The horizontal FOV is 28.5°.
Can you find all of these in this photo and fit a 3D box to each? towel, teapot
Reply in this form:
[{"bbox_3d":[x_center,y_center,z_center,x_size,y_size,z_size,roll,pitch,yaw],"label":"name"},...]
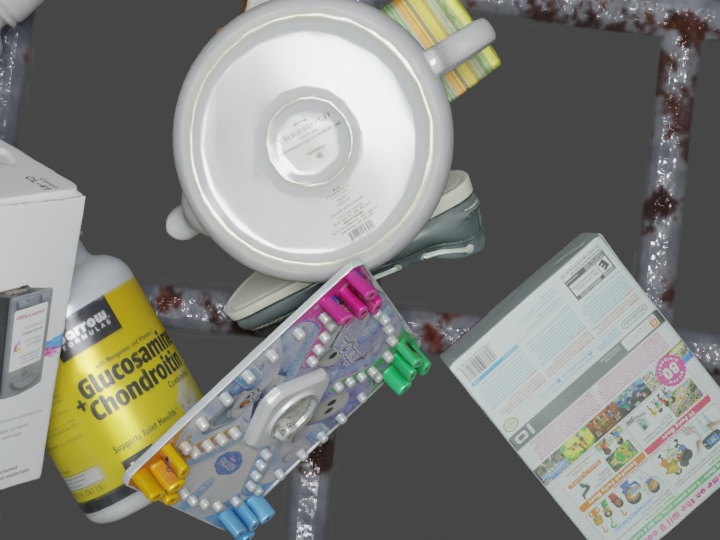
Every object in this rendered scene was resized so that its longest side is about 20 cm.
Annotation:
[{"bbox_3d":[0.001,-0.127,1.033,0.199,0.018,0.086,-36,90,-2],"label":"towel"},{"bbox_3d":[-0.026,-0.091,0.949,0.197,0.146,0.200,14,98,2],"label":"teapot"}]

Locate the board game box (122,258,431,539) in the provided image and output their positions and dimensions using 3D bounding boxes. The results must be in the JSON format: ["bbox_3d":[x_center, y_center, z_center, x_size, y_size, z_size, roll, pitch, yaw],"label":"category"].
[{"bbox_3d":[-0.045,0.098,0.952,0.200,0.200,0.026,-43,67,-3],"label":"board game box"}]

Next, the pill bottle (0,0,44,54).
[{"bbox_3d":[-0.314,-0.154,0.949,0.200,0.113,0.114,-43,96,-3],"label":"pill bottle"}]

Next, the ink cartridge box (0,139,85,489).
[{"bbox_3d":[-0.260,0.022,0.888,0.147,0.085,0.203,27,116,34],"label":"ink cartridge box"}]

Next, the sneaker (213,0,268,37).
[{"bbox_3d":[-0.054,-0.245,0.991,0.084,0.073,0.203,15,92,-8],"label":"sneaker"}]

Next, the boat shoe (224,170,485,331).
[{"bbox_3d":[0.000,0.000,1.011,0.198,0.073,0.062,-29,113,-4],"label":"boat shoe"}]

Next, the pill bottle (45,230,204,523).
[{"bbox_3d":[-0.186,0.062,0.973,0.111,0.112,0.202,-30,95,-4],"label":"pill bottle"}]

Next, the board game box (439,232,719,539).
[{"bbox_3d":[0.176,0.096,1.038,0.147,0.064,0.201,-39,95,-2],"label":"board game box"}]
